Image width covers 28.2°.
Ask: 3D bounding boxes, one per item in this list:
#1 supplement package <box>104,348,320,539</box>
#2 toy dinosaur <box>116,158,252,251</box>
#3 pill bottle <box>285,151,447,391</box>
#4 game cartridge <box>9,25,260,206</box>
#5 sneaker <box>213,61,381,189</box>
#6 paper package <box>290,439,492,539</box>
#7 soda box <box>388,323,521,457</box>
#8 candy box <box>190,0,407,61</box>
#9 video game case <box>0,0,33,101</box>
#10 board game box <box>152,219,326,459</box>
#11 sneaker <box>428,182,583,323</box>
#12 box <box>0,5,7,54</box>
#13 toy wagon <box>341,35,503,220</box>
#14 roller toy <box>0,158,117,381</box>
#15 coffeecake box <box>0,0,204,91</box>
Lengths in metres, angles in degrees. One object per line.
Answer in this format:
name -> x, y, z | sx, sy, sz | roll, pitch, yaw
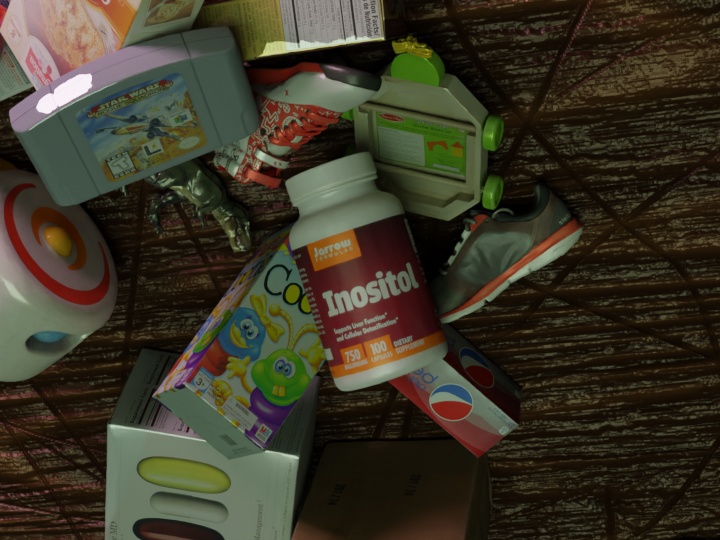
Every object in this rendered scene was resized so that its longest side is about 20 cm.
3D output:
supplement package -> -0.156, 0.213, 1.514 | 0.197, 0.148, 0.193 | 9, 119, 4
toy dinosaur -> -0.189, -0.089, 1.415 | 0.088, 0.048, 0.201 | -34, 108, 9
pill bottle -> 0.000, 0.000, 1.320 | 0.112, 0.113, 0.202 | -19, 90, 19
game cartridge -> -0.189, -0.133, 1.217 | 0.198, 0.042, 0.134 | -22, 153, -4
sneaker -> -0.060, -0.128, 1.295 | 0.200, 0.067, 0.109 | 6, 86, 46
paper package -> 0.034, 0.270, 1.483 | 0.188, 0.201, 0.105 | -3, 118, 12
soda box -> 0.073, 0.096, 1.455 | 0.200, 0.070, 0.063 | 41, 119, -13
candy box -> -0.065, -0.220, 1.277 | 0.197, 0.117, 0.057 | -5, 99, 12
video game case -> -0.336, -0.274, 1.354 | 0.180, 0.023, 0.202 | -19, 112, 19
board game box -> -0.093, 0.068, 1.383 | 0.103, 0.201, 0.105 | 40, 155, -13
sneaker -> 0.114, -0.017, 1.385 | 0.199, 0.077, 0.082 | -32, 97, 3
box -> -0.417, -0.175, 1.353 | 0.094, 0.103, 0.201 | 34, 127, -2
toy wagon -> 0.057, -0.134, 1.318 | 0.153, 0.040, 0.202 | 14, 135, 18
roller toy -> -0.336, 0.000, 1.411 | 0.139, 0.201, 0.182 | -34, 119, 23
coffeecake box -> -0.224, -0.230, 1.239 | 0.154, 0.073, 0.201 | 54, 134, 22
